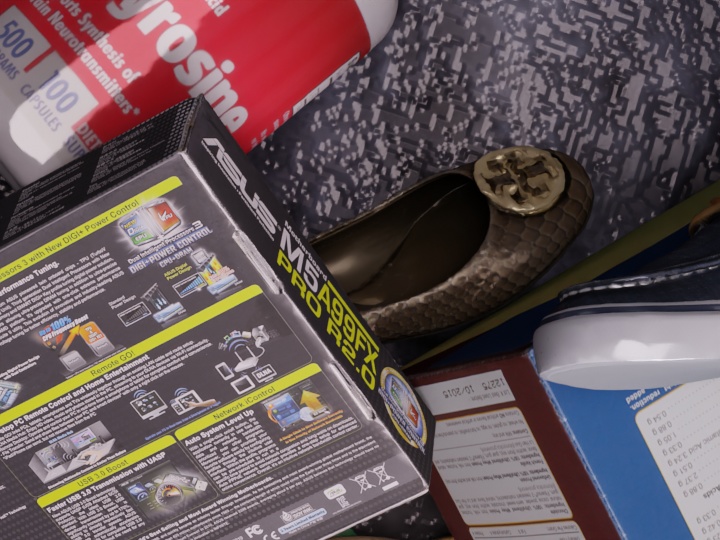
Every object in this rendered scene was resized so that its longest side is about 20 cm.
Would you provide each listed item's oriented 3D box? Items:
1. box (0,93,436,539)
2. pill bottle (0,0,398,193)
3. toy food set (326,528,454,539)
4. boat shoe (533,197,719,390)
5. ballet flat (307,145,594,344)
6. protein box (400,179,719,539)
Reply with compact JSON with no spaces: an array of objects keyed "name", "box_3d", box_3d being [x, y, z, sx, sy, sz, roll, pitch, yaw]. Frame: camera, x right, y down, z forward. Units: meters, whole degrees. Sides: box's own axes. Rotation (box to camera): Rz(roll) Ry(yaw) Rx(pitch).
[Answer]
[{"name":"box","box_3d":[-0.097,0.049,0.797,0.200,0.044,0.160,-27,115,20]},{"name":"pill bottle","box_3d":[-0.060,-0.103,0.837,0.200,0.112,0.112,-41,96,-7]},{"name":"toy food set","box_3d":[-0.007,0.198,0.877,0.197,0.049,0.201,6,89,-9]},{"name":"boat shoe","box_3d":[0.138,-0.013,0.740,0.200,0.071,0.091,-5,82,-30]},{"name":"ballet flat","box_3d":[0.000,0.000,0.869,0.199,0.067,0.046,-26,132,-5]},{"name":"protein box","box_3d":[0.153,0.080,0.839,0.198,0.135,0.200,-29,94,-24]}]
